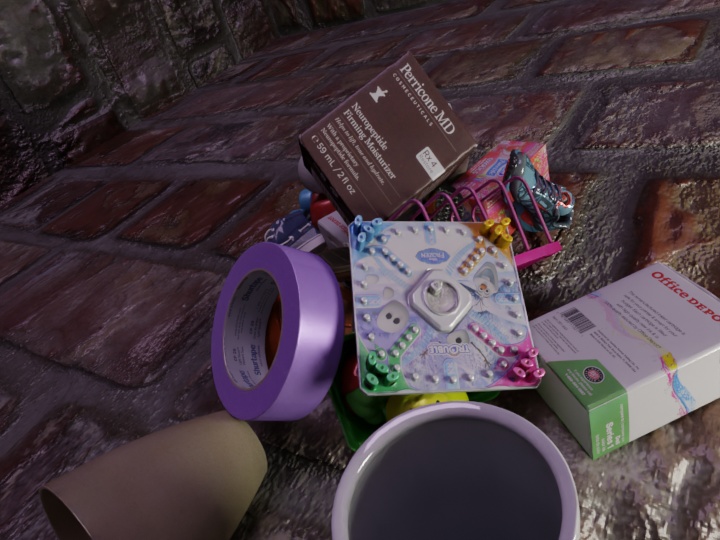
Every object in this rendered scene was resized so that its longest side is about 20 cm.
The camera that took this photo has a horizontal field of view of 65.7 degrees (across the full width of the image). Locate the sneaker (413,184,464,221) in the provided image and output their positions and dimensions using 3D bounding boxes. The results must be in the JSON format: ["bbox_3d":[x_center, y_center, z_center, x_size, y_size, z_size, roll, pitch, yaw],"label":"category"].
[{"bbox_3d":[0.112,-0.034,0.902,0.090,0.069,0.205,-21,52,63],"label":"sneaker"}]

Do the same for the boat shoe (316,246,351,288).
[{"bbox_3d":[0.000,0.000,0.896,0.196,0.070,0.072,-14,30,-29],"label":"boat shoe"}]

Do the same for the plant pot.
[{"bbox_3d":[-0.202,0.250,0.608,0.184,0.192,0.199,10,30,39],"label":"plant pot"}]

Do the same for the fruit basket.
[{"bbox_3d":[0.062,0.129,0.640,0.211,0.159,0.216,-21,5,2],"label":"fruit basket"}]

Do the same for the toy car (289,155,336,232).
[{"bbox_3d":[-0.068,-0.192,1.138,0.180,0.203,0.179,-9,33,17],"label":"toy car"}]

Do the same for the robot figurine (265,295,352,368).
[{"bbox_3d":[-0.103,0.085,0.795,0.198,0.116,0.146,-32,43,29],"label":"robot figurine"}]

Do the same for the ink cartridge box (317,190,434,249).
[{"bbox_3d":[0.039,-0.082,1.022,0.197,0.086,0.146,-29,30,-13],"label":"ink cartridge box"}]

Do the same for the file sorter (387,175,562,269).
[{"bbox_3d":[0.141,-0.039,0.765,0.196,0.128,0.139,-17,-11,-30],"label":"file sorter"}]

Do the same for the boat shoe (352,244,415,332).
[{"bbox_3d":[0.027,0.034,0.729,0.064,0.202,0.073,6,53,-5],"label":"boat shoe"}]

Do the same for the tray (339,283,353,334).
[{"bbox_3d":[-0.047,0.069,0.898,0.098,0.038,0.198,-37,35,-24],"label":"tray"}]

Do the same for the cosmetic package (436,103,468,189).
[{"bbox_3d":[0.144,-0.200,1.021,0.071,0.200,0.106,-19,74,3],"label":"cosmetic package"}]

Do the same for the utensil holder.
[{"bbox_3d":[0.086,0.233,0.427,0.166,0.203,0.172,-14,33,9],"label":"utensil holder"}]

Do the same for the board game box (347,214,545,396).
[{"bbox_3d":[0.089,0.029,0.610,0.194,0.026,0.205,0,63,-9],"label":"board game box"}]

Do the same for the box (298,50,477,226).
[{"bbox_3d":[0.033,-0.169,0.826,0.199,0.167,0.164,-38,-1,-4],"label":"box"}]

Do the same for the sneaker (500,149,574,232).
[{"bbox_3d":[0.280,-0.122,0.855,0.094,0.199,0.081,11,77,35],"label":"sneaker"}]

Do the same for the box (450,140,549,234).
[{"bbox_3d":[0.242,-0.136,0.976,0.094,0.101,0.199,17,47,44],"label":"box"}]

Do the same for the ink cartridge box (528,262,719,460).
[{"bbox_3d":[0.299,0.093,0.622,0.196,0.085,0.145,-23,32,-4],"label":"ink cartridge box"}]

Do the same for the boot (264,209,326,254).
[{"bbox_3d":[-0.160,-0.033,1.045,0.199,0.073,0.091,-35,77,-34],"label":"boot"}]

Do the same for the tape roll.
[{"bbox_3d":[-0.104,0.073,0.662,0.065,0.205,0.199,12,9,-39],"label":"tape roll"}]
